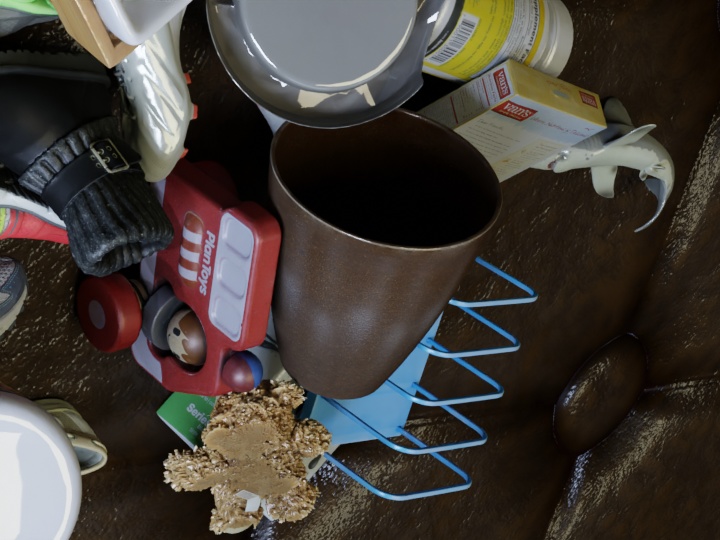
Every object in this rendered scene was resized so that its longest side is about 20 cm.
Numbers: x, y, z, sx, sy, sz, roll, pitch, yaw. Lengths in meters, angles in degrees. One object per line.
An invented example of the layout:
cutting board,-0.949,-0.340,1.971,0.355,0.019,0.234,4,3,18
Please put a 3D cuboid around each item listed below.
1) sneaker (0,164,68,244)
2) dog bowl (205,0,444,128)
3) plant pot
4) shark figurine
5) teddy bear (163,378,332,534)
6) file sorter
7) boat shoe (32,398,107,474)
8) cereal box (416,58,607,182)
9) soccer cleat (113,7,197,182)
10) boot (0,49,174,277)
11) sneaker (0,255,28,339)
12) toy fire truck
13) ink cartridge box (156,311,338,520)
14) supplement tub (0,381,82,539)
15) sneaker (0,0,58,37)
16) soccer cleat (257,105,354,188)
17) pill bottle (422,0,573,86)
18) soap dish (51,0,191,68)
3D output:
sneaker,-0.286,-0.048,1.454,0.199,0.077,0.085,13,127,-45
dog bowl,-0.028,-0.213,1.521,0.198,0.059,0.202,-2,99,-14
plant pot,0.000,0.000,1.576,0.186,0.187,0.201,-19,139,-36
shark figurine,0.269,-0.126,1.963,0.128,0.090,0.213,-34,144,32
teddy bear,-0.092,0.156,1.663,0.144,0.067,0.200,-21,142,9
file sorter,0.052,0.086,1.720,0.138,0.122,0.202,-2,117,-47
boat shoe,-0.300,0.154,1.583,0.200,0.063,0.074,-6,122,-44
cereal box,0.098,-0.114,1.725,0.199,0.040,0.143,-27,156,33
soccer cleat,-0.164,-0.166,1.467,0.077,0.069,0.202,-6,107,-47
boot,-0.226,-0.071,1.388,0.079,0.159,0.210,-26,171,37
sneaker,-0.333,0.023,1.441,0.199,0.077,0.087,-25,128,-34
toy fire truck,-0.134,0.015,1.566,0.111,0.168,0.202,-15,128,-38
ink cartridge box,-0.066,0.105,1.774,0.200,0.083,0.147,-49,142,-8
supplement tub,-0.298,0.146,1.436,0.143,0.200,0.146,-3,98,-25
sneaker,-0.281,-0.182,1.356,0.199,0.077,0.084,-22,170,-44
soccer cleat,-0.041,-0.114,1.632,0.068,0.085,0.201,-34,138,-23
pill bottle,0.089,-0.216,1.668,0.199,0.114,0.115,13,109,-50
soap dish,-0.172,-0.265,1.332,0.157,0.081,0.201,-47,128,-32
